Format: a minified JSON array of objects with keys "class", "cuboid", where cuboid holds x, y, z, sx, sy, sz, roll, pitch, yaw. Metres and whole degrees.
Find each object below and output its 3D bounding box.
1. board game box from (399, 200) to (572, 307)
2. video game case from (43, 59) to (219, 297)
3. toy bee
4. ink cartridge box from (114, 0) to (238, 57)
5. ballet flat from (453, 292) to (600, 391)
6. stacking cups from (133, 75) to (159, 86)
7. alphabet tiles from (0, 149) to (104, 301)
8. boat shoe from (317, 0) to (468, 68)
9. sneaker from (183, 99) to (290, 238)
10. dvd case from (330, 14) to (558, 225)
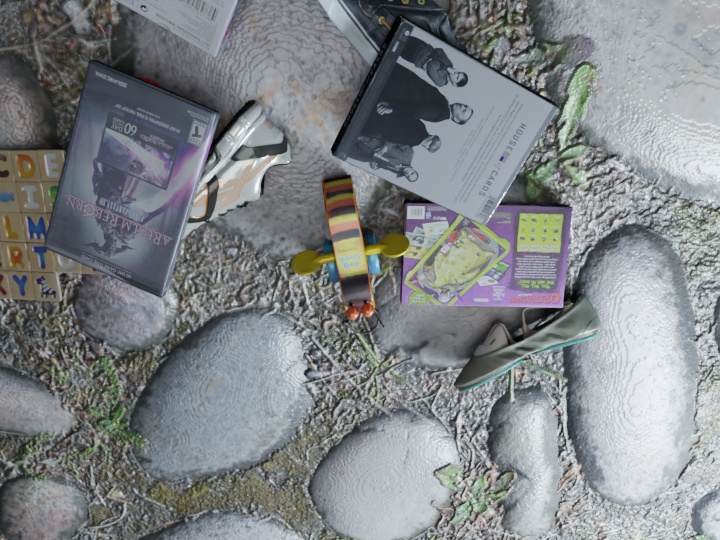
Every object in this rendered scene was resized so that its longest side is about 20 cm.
[{"class":"board game box","cuboid":[0.145,-0.019,0.832,0.194,0.032,0.124,2,100,-2]},{"class":"video game case","cuboid":[-0.239,-0.092,0.733,0.140,0.019,0.204,21,103,2]},{"class":"toy bee","cuboid":[0.000,0.000,0.803,0.129,0.109,0.202,-30,113,10]},{"class":"ink cartridge box","cuboid":[-0.153,-0.302,0.643,0.117,0.043,0.200,26,145,-13]},{"class":"ballet flat","cuboid":[0.199,0.085,0.884,0.196,0.067,0.065,-24,87,8]},{"class":"stacking cups","cuboid":[-0.250,-0.104,0.771,0.059,0.061,0.204,15,113,-9]},{"class":"alphabet tiles","cuboid":[-0.373,-0.048,0.785,0.194,0.008,0.172,2,107,12]},{"class":"boat shoe","cuboid":[0.021,-0.263,0.707,0.090,0.071,0.200,-38,118,14]},{"class":"sneaker","cuboid":[-0.154,-0.086,0.777,0.080,0.074,0.200,39,108,-20]},{"class":"dvd case","cuboid":[0.088,-0.147,0.733,0.196,0.025,0.152,21,115,-23]}]
